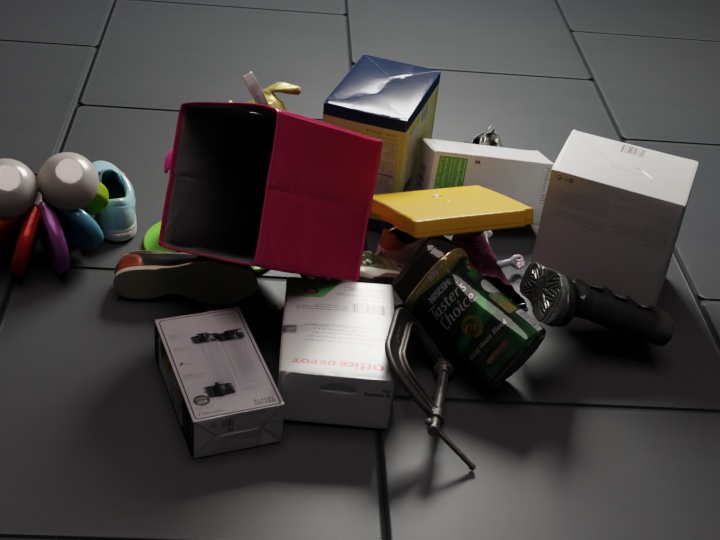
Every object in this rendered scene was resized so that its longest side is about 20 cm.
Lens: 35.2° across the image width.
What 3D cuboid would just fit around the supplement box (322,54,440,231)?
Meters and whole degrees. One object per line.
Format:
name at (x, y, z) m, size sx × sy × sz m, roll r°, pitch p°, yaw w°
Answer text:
supplement box at (0.028, -0.201, 1.789) m, size 0.134 × 0.201 × 0.200 m, roll 15°, pitch 35°, yaw 12°

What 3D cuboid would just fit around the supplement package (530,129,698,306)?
supplement package at (0.366, -0.067, 1.651) m, size 0.190 × 0.201 × 0.147 m, roll 18°, pitch 36°, yaw 15°

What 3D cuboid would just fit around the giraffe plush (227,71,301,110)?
giraffe plush at (-0.178, -0.218, 1.843) m, size 0.172 × 0.201 × 0.162 m, roll -17°, pitch 12°, yaw -25°

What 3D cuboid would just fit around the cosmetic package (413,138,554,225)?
cosmetic package at (0.191, -0.139, 1.778) m, size 0.199 × 0.108 × 0.085 m, roll 4°, pitch 19°, yaw -13°

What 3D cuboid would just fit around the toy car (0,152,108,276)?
toy car at (-0.447, -0.067, 1.585) m, size 0.199 × 0.175 × 0.151 m, roll -8°, pitch 72°, yaw -21°

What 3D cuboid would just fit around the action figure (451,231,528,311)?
action figure at (0.168, -0.004, 1.637) m, size 0.148 × 0.134 × 0.200 m, roll -23°, pitch 40°, yaw 5°

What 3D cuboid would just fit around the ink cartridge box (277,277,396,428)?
ink cartridge box at (-0.031, 0.102, 1.446) m, size 0.145 × 0.084 × 0.200 m, roll 5°, pitch 34°, yaw -3°

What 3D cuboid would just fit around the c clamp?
c clamp at (0.084, 0.137, 1.413) m, size 0.171 × 0.027 × 0.200 m, roll 48°, pitch 22°, yaw -17°

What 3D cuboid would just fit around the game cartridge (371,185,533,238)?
game cartridge at (0.123, -0.082, 1.574) m, size 0.175 × 0.033 × 0.200 m, roll -6°, pitch 16°, yaw -16°

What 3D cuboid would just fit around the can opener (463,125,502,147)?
can opener at (0.194, -0.186, 1.943) m, size 0.067 × 0.054 × 0.200 m, roll -13°, pitch 23°, yaw 33°

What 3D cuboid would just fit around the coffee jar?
coffee jar at (0.138, 0.050, 1.478) m, size 0.200 × 0.104 × 0.085 m, roll 45°, pitch 23°, yaw 17°

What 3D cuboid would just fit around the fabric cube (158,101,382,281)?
fabric cube at (-0.118, -0.104, 1.500) m, size 0.196 × 0.201 × 0.199 m, roll 11°, pitch 2°, yaw 43°

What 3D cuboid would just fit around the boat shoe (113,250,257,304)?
boat shoe at (-0.241, 0.003, 1.574) m, size 0.199 × 0.071 × 0.063 m, roll 0°, pitch 32°, yaw -2°

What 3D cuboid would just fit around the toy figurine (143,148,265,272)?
toy figurine at (-0.215, -0.106, 1.630) m, size 0.199 × 0.185 × 0.150 m, roll 16°, pitch 35°, yaw 12°

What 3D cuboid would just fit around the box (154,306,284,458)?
box at (-0.177, 0.133, 1.400) m, size 0.116 × 0.060 × 0.200 m, roll -9°, pitch 38°, yaw -21°

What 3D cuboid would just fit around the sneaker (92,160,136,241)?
sneaker at (-0.377, -0.130, 1.727) m, size 0.074 × 0.082 × 0.200 m, roll -9°, pitch 37°, yaw -22°

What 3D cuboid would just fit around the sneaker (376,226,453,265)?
sneaker at (0.112, -0.054, 1.695) m, size 0.199 × 0.085 × 0.073 m, roll -19°, pitch 40°, yaw -34°

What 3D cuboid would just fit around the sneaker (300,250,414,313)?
sneaker at (0.000, 0.000, 1.617) m, size 0.199 × 0.077 × 0.089 m, roll 21°, pitch 32°, yaw 8°

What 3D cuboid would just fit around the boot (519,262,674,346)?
boot at (0.325, 0.060, 1.509) m, size 0.199 × 0.066 × 0.165 m, roll 23°, pitch 16°, yaw -12°
